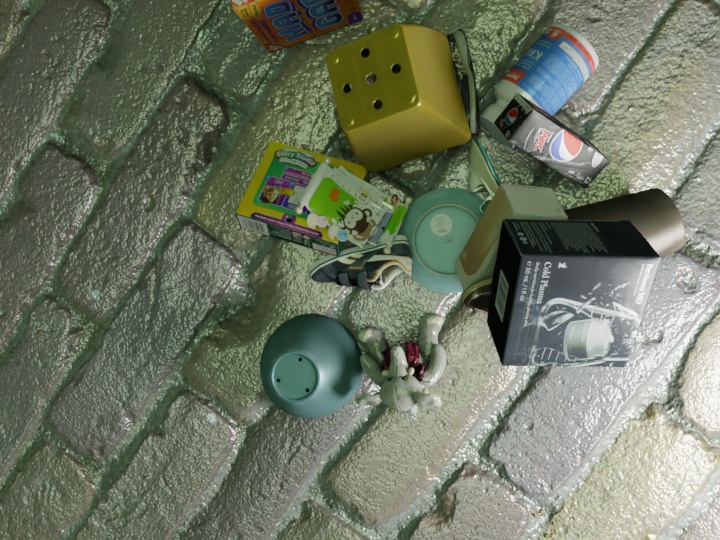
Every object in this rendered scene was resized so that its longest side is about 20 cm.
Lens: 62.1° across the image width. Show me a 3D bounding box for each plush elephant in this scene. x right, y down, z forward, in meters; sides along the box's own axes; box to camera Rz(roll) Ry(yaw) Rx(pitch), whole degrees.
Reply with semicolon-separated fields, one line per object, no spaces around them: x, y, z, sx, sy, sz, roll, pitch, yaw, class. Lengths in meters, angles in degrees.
0.073;0.186;1.071;0.164;0.155;0.201;-6;89;9;plush elephant

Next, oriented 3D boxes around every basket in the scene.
0.431;-0.052;1.026;0.199;0.136;0.181;-24;99;5;basket

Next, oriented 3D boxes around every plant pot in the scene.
0.048;-0.296;0.996;0.199;0.176;0.201;-15;85;23;plant pot
-0.105;0.186;1.112;0.199;0.135;0.201;0;91;10;plant pot

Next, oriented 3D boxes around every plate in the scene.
0.165;-0.057;1.121;0.199;0.026;0.201;0;91;10;plate

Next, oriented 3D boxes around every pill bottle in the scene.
0.308;-0.319;1.051;0.112;0.112;0.200;43;96;7;pill bottle

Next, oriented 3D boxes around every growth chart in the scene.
-0.010;-0.110;1.065;0.200;0.018;0.145;25;67;-17;growth chart

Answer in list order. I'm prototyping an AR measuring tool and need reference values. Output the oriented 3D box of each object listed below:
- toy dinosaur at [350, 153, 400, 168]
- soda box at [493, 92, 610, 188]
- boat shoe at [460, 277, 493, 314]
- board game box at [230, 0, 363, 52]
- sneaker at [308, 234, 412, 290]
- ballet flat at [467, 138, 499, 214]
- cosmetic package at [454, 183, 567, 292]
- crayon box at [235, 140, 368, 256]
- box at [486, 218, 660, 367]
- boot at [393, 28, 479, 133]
0.076;-0.247;1.126;0.200;0.047;0.088;-33;79;5;toy dinosaur
0.325;-0.216;1.010;0.200;0.071;0.063;21;121;-29;soda box
0.267;0.062;1.033;0.072;0.199;0.072;-55;38;40;boat shoe
-0.128;-0.553;1.077;0.199;0.200;0.201;-16;88;9;board game box
0.000;0.000;1.113;0.199;0.078;0.080;-18;71;12;sneaker
0.236;-0.143;1.089;0.069;0.069;0.200;-31;85;8;ballet flat
0.248;-0.047;1.011;0.105;0.200;0.071;3;48;-19;cosmetic package
-0.105;-0.137;1.115;0.199;0.058;0.173;17;65;9;crayon box
0.311;0.034;0.910;0.196;0.124;0.201;0;121;-2;box
0.133;-0.332;1.094;0.153;0.073;0.204;-10;74;11;boot
